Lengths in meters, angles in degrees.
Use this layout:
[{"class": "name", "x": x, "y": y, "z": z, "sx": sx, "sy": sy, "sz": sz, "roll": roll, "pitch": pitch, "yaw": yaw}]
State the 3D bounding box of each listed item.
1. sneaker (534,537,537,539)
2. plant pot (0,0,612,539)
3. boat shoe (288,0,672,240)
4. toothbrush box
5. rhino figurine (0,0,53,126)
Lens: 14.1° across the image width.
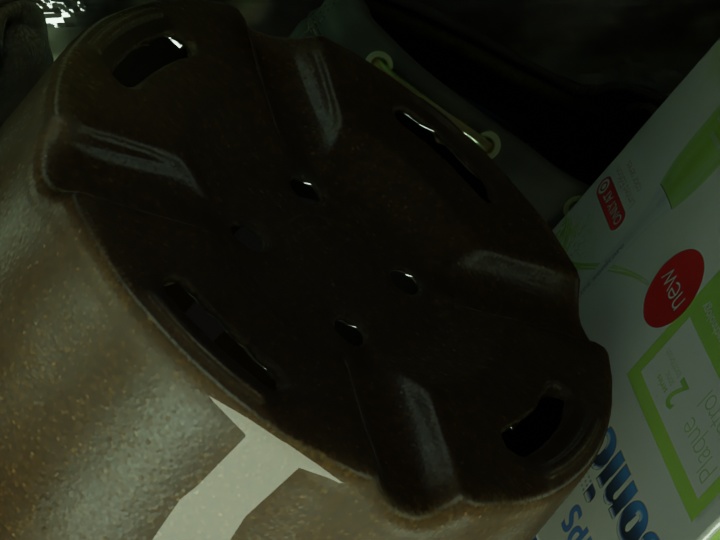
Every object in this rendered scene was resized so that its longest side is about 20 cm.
[{"class": "sneaker", "x": 0.043, "y": 0.095, "z": 0.920, "sx": 0.082, "sy": 0.071, "sz": 0.199, "roll": 12, "pitch": 166, "yaw": -26}, {"class": "plant pot", "x": -0.054, "y": 0.056, "z": 0.696, "sx": 0.200, "sy": 0.201, "sz": 0.198, "roll": 28, "pitch": 123, "yaw": -20}, {"class": "boat shoe", "x": 0.064, "y": -0.020, "z": 0.793, "sx": 0.201, "sy": 0.072, "sz": 0.060, "roll": 19, "pitch": 123, "yaw": -23}, {"class": "toothbrush box", "x": 0.129, "y": 0.000, "z": 0.691, "sx": 0.086, "sy": 0.146, "sz": 0.200, "roll": 30, "pitch": 112, "yaw": -25}, {"class": "rhino figurine", "x": -0.145, "y": -0.012, "z": 0.764, "sx": 0.060, "sy": 0.087, "sz": 0.200, "roll": 52, "pitch": 135, "yaw": 4}]
